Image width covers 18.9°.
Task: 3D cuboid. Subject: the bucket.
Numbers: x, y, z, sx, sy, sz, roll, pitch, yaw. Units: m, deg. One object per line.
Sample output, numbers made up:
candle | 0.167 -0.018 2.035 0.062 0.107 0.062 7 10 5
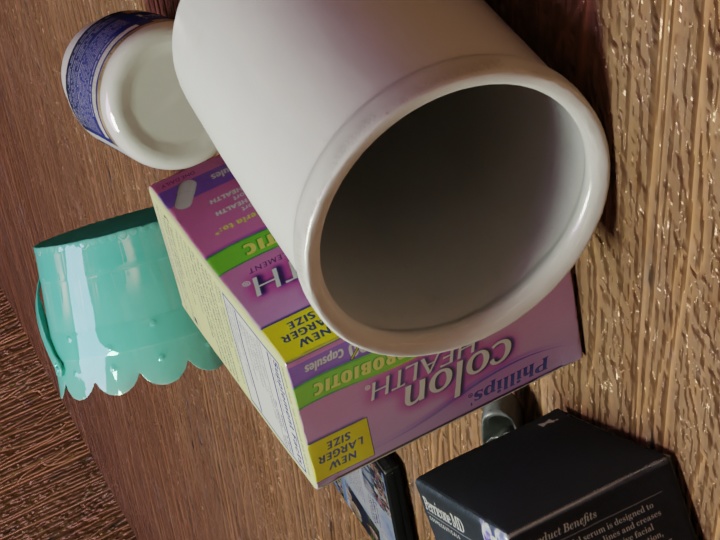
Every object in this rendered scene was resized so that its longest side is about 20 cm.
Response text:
bucket | -0.187 0.020 1.899 0.207 0.206 0.136 -171 66 -72

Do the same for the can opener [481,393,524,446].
can opener | 0.101 0.152 1.407 0.201 0.052 0.067 90 -173 -53

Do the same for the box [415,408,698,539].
box | 0.132 0.201 1.238 0.201 0.106 0.148 70 165 -12

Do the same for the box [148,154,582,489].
box | 0.000 0.000 1.251 0.200 0.175 0.097 50 159 47

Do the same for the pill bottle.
pill bottle | -0.175 -0.150 1.748 0.200 0.115 0.116 27 139 66

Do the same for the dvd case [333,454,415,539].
dvd case | -0.007 0.157 1.823 0.200 0.017 0.143 51 159 46

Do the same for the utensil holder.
utensil holder | 0.009 -0.083 1.121 0.200 0.169 0.171 -125 18 -44
